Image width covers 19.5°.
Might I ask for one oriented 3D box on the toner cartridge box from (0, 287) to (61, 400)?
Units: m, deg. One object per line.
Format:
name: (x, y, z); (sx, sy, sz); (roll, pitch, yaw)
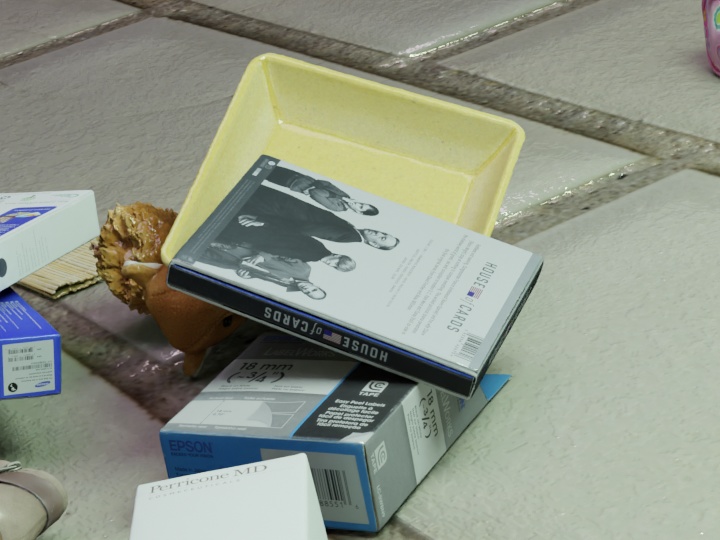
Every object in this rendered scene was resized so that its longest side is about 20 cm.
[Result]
toner cartridge box: (-0.274, 0.042, 1.430); (0.094, 0.044, 0.200); (-3, 14, -22)

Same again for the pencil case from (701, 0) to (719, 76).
pencil case: (0.393, -0.230, 1.831); (0.198, 0.088, 0.087); (-15, 21, -9)

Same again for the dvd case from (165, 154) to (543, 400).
dvd case: (0.000, 0.000, 1.298); (0.198, 0.025, 0.150); (21, 34, 11)

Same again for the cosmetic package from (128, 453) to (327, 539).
cosmetic package: (-0.067, 0.176, 1.080); (0.100, 0.072, 0.200); (-12, 21, 2)

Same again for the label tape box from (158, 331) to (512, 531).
label tape box: (-0.012, 0.081, 1.298); (0.143, 0.064, 0.200); (1, 25, 29)

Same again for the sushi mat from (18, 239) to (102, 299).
sushi mat: (-0.263, -0.016, 1.749); (0.095, 0.012, 0.199); (-25, 25, -32)

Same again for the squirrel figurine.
squirrel figurine: (-0.101, -0.004, 1.512); (0.199, 0.142, 0.187); (-12, 27, 43)

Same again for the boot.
boot: (-0.279, 0.155, 1.271); (0.199, 0.071, 0.146); (8, 22, 39)

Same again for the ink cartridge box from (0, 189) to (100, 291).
ink cartridge box: (-0.271, -0.013, 1.450); (0.099, 0.040, 0.200); (0, 16, 25)

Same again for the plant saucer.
plant saucer: (-0.009, -0.039, 1.401); (0.198, 0.049, 0.201); (16, 53, 7)
